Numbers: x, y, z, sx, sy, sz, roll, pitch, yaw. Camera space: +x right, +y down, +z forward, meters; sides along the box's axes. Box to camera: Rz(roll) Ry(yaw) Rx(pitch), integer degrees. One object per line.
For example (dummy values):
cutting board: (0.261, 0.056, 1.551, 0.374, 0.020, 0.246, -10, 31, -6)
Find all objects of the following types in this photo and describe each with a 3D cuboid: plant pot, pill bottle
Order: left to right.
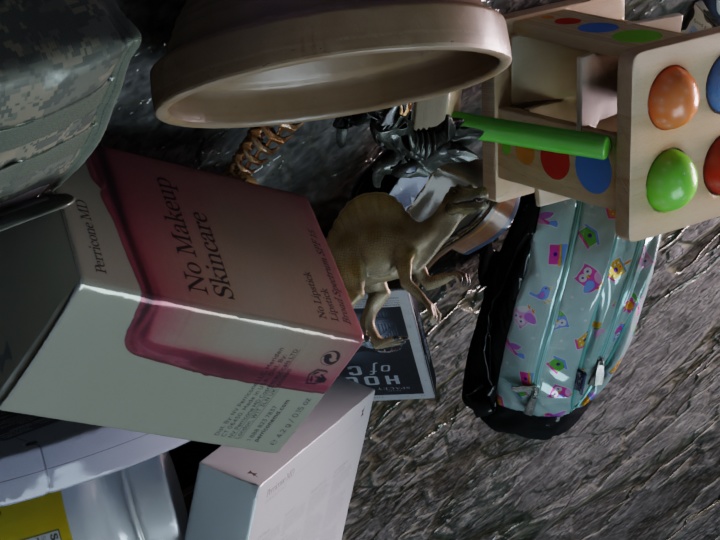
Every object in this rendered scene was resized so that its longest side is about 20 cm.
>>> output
pill bottle: (-0.219, 0.179, 1.513, 0.199, 0.112, 0.111, -16, 155, -1)
plant pot: (-0.021, -0.142, 1.231, 0.199, 0.093, 0.201, -9, 174, -1)

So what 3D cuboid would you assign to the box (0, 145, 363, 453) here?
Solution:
box: (-0.118, 0.015, 1.323, 0.199, 0.128, 0.109, 13, 129, -36)

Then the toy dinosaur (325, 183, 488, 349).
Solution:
toy dinosaur: (0.000, 0.000, 1.490, 0.199, 0.102, 0.058, -14, 168, 14)

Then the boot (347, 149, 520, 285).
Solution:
boot: (0.009, -0.028, 1.590, 0.097, 0.075, 0.200, 29, 128, -36)

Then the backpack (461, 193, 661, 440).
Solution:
backpack: (0.153, 0.011, 1.694, 0.126, 0.168, 0.201, 10, 133, -4)

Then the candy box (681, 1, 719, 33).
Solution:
candy box: (0.289, -0.137, 1.741, 0.136, 0.061, 0.201, -21, 152, -29)

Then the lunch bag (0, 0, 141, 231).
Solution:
lunch bag: (-0.221, -0.069, 1.118, 0.163, 0.118, 0.200, -20, 157, -33)

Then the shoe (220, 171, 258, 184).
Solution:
shoe: (-0.137, 0.014, 1.452, 0.200, 0.054, 0.070, -39, 156, 7)

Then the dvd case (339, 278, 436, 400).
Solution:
dvd case: (-0.029, 0.049, 1.607, 0.149, 0.025, 0.200, -3, 154, 7)

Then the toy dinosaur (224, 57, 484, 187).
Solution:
toy dinosaur: (0.002, -0.127, 1.374, 0.199, 0.103, 0.136, -21, 144, 13)

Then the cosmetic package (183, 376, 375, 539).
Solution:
cosmetic package: (-0.062, 0.172, 1.559, 0.200, 0.051, 0.152, -34, 142, -62)

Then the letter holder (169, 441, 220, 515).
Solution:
letter holder: (-0.137, 0.161, 1.669, 0.142, 0.101, 0.200, -34, 156, -1)

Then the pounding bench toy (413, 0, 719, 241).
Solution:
pounding bench toy: (0.150, -0.094, 1.460, 0.199, 0.156, 0.125, -16, 114, -37)

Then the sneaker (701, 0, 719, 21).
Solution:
sneaker: (0.226, -0.202, 1.436, 0.077, 0.146, 0.202, -39, 158, 4)

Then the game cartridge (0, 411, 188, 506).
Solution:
game cartridge: (-0.185, 0.102, 1.478, 0.199, 0.133, 0.042, -19, 111, -32)
